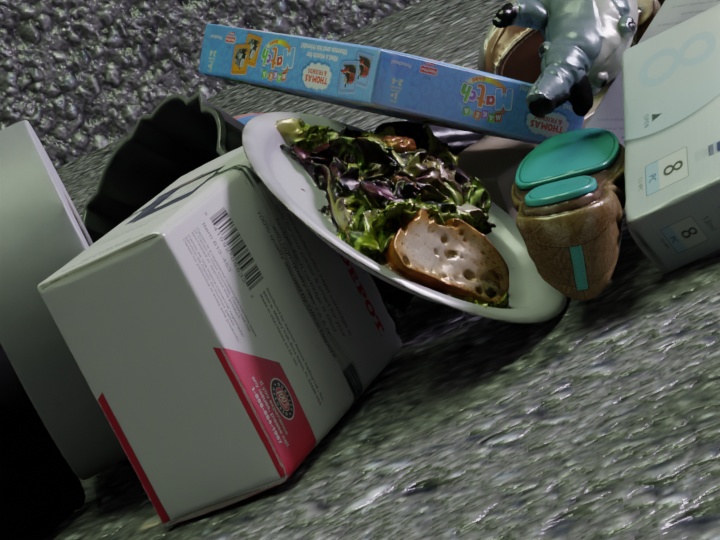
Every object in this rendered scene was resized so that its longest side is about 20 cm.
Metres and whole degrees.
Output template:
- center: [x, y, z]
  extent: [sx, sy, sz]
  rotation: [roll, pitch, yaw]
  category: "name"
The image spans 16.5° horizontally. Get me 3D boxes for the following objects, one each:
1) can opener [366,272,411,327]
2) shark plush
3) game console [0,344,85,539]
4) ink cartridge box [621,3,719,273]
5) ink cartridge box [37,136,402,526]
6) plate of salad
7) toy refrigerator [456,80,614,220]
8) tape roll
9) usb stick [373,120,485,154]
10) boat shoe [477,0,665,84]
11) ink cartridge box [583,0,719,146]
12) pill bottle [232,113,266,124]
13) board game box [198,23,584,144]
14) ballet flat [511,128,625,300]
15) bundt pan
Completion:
- center: [0.000, 0.000, 1.514]
  extent: [0.063, 0.079, 0.200]
  rotation: [14, -10, -9]
  category: "can opener"
- center: [0.113, -0.134, 1.452]
  extent: [0.091, 0.083, 0.200]
  rotation: [112, 178, -45]
  category: "shark plush"
- center: [-0.253, 0.070, 1.394]
  extent: [0.116, 0.200, 0.176]
  rotation: [-20, 12, 31]
  category: "game console"
- center: [0.234, -0.100, 1.323]
  extent: [0.200, 0.047, 0.160]
  rotation: [-27, 31, 25]
  category: "ink cartridge box"
- center: [-0.070, 0.025, 1.336]
  extent: [0.084, 0.145, 0.200]
  rotation: [-23, 10, 24]
  category: "ink cartridge box"
- center: [0.029, -0.038, 1.345]
  extent: [0.048, 0.200, 0.200]
  rotation: [-61, -4, 21]
  category: "plate of salad"
- center: [0.126, -0.063, 1.547]
  extent: [0.076, 0.070, 0.200]
  rotation: [-5, 22, 44]
  category: "toy refrigerator"
- center: [-0.174, 0.016, 1.413]
  extent: [0.066, 0.201, 0.200]
  rotation: [-27, 10, -4]
  category: "tape roll"
- center: [0.096, -0.087, 1.644]
  extent: [0.200, 0.033, 0.055]
  rotation: [-7, 12, -37]
  category: "usb stick"
- center: [0.164, -0.159, 1.564]
  extent: [0.200, 0.076, 0.072]
  rotation: [-31, 33, -19]
  category: "boat shoe"
- center: [0.226, -0.106, 1.436]
  extent: [0.197, 0.047, 0.200]
  rotation: [3, 55, 51]
  category: "ink cartridge box"
- center: [-0.046, -0.044, 1.711]
  extent: [0.112, 0.112, 0.200]
  rotation: [-28, 19, -13]
  category: "pill bottle"
- center: [0.016, -0.112, 1.491]
  extent: [0.151, 0.037, 0.200]
  rotation: [10, 2, -33]
  category: "board game box"
- center: [0.119, -0.026, 1.348]
  extent: [0.068, 0.073, 0.200]
  rotation: [-13, 12, 7]
  category: "ballet flat"
- center: [-0.111, -0.007, 1.582]
  extent: [0.202, 0.076, 0.202]
  rotation: [-38, 41, 42]
  category: "bundt pan"
